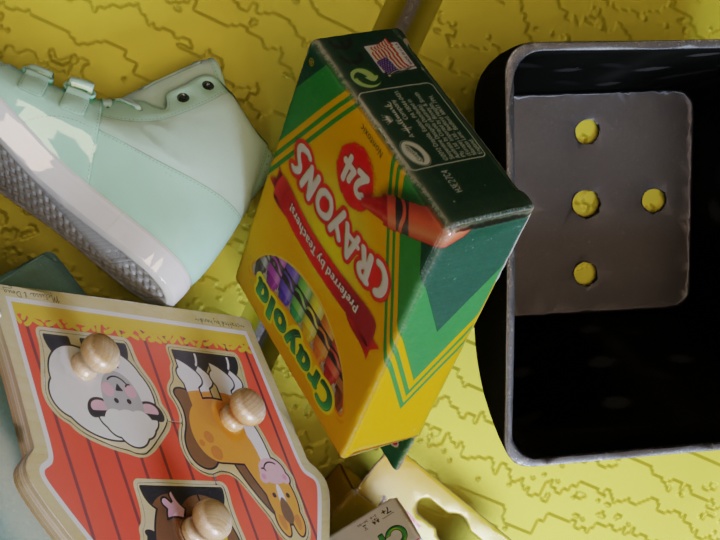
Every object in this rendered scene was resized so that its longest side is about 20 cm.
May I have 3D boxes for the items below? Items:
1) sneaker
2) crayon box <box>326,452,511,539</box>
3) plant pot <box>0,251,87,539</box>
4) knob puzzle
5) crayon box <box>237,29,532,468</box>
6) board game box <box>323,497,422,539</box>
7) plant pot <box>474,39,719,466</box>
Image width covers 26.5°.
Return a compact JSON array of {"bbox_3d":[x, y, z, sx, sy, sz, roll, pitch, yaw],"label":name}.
[{"bbox_3d":[-0.139,-0.084,0.802,0.200,0.074,0.118,41,66,-1],"label":"sneaker"},{"bbox_3d":[-0.005,0.205,0.881,0.127,0.051,0.200,41,91,-15],"label":"crayon box"},{"bbox_3d":[-0.166,0.109,0.769,0.200,0.200,0.196,-31,97,-4],"label":"plant pot"},{"bbox_3d":[-0.074,0.096,0.708,0.030,0.220,0.220,-37,107,27],"label":"knob puzzle"},{"bbox_3d":[0.000,0.000,0.750,0.051,0.127,0.200,-14,144,-30],"label":"crayon box"},{"bbox_3d":[-0.042,0.212,0.802,0.200,0.035,0.126,-31,137,-4],"label":"board game box"},{"bbox_3d":[0.149,-0.025,0.806,0.200,0.177,0.200,-3,101,-10],"label":"plant pot"}]
